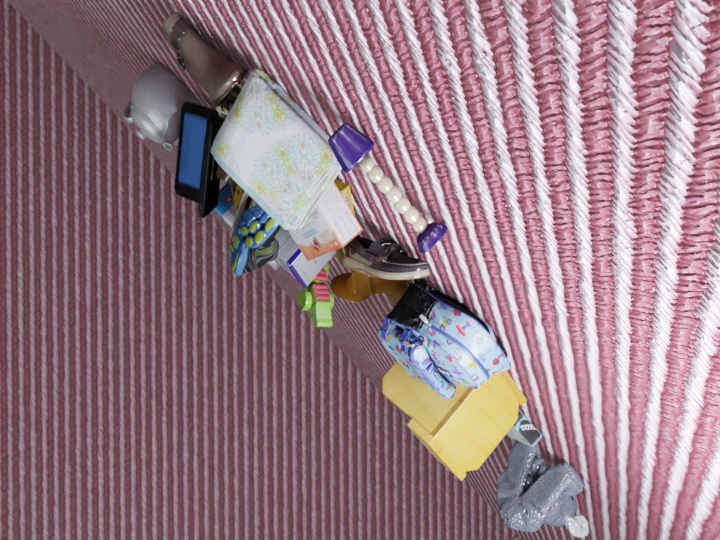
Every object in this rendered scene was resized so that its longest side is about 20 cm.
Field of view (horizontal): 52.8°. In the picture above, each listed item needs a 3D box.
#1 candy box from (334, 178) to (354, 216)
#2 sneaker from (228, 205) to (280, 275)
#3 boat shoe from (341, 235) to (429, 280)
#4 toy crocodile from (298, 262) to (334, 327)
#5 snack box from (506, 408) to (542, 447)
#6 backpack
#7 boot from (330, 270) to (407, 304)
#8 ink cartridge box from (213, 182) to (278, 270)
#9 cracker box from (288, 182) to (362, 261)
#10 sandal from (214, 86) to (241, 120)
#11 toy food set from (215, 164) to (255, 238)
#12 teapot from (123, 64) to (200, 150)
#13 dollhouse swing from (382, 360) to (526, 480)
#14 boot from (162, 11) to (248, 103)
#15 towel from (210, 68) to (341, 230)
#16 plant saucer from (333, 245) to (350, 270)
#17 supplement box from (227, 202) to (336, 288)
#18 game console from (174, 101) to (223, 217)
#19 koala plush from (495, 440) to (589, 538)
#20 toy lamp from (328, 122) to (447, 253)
[{"bbox_3d":[-0.087,-0.133,1.292,0.197,0.026,0.104,27,139,37],"label":"candy box"},{"bbox_3d":[-0.182,-0.059,1.320,0.072,0.081,0.200,65,147,18],"label":"sneaker"},{"bbox_3d":[0.040,-0.025,1.249,0.071,0.067,0.198,-4,-169,-38],"label":"boat shoe"},{"bbox_3d":[-0.090,0.023,1.470,0.062,0.066,0.204,-50,41,45],"label":"toy crocodile"},{"bbox_3d":[0.288,0.284,1.544,0.200,0.037,0.116,47,169,-9],"label":"snack box"},{"bbox_3d":[0.151,0.132,1.243,0.198,0.135,0.183,28,162,48],"label":"backpack"},{"bbox_3d":[0.000,0.001,1.414,0.197,0.072,0.145,9,149,33],"label":"boot"},{"bbox_3d":[-0.213,-0.126,1.609,0.200,0.147,0.086,44,171,4],"label":"ink cartridge box"},{"bbox_3d":[-0.097,-0.125,1.231,0.203,0.057,0.133,58,149,-9],"label":"cracker box"},{"bbox_3d":[-0.246,-0.305,1.303,0.201,0.057,0.080,44,170,5],"label":"sandal"},{"bbox_3d":[-0.236,-0.179,1.372,0.059,0.146,0.202,8,-142,-26],"label":"toy food set"},{"bbox_3d":[-0.462,-0.362,1.675,0.197,0.146,0.200,45,170,-3],"label":"teapot"},{"bbox_3d":[0.171,0.247,1.401,0.183,0.201,0.175,50,167,-31],"label":"dollhouse swing"},{"bbox_3d":[-0.257,-0.347,1.167,0.147,0.070,0.199,50,168,-17],"label":"boot"},{"bbox_3d":[-0.129,-0.181,1.128,0.200,0.048,0.172,44,126,1],"label":"towel"},{"bbox_3d":[-0.084,-0.111,1.449,0.199,0.048,0.201,42,169,20],"label":"plant saucer"},{"bbox_3d":[-0.157,-0.077,1.446,0.199,0.104,0.102,37,168,28],"label":"supplement box"},{"bbox_3d":[-0.346,-0.232,1.502,0.113,0.206,0.176,9,-163,-1],"label":"game console"},{"bbox_3d":[0.412,0.509,1.614,0.199,0.186,0.176,37,176,-37],"label":"koala plush"},{"bbox_3d":[0.034,-0.111,0.974,0.200,0.058,0.058,47,169,-10],"label":"toy lamp"}]
